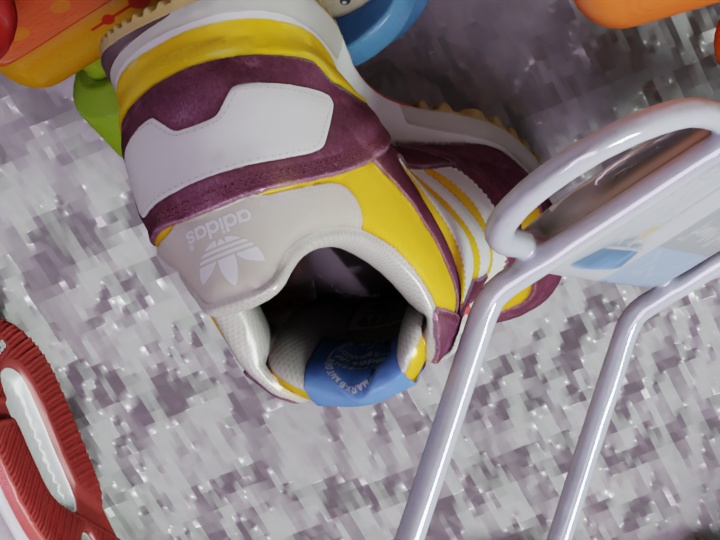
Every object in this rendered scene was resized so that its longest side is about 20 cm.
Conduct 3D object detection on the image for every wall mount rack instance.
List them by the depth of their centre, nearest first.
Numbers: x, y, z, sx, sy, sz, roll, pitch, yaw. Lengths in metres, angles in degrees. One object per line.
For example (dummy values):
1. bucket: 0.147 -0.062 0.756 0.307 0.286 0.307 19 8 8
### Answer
1. wall mount rack: 0.076 0.023 0.768 0.174 0.075 0.200 -34 164 18

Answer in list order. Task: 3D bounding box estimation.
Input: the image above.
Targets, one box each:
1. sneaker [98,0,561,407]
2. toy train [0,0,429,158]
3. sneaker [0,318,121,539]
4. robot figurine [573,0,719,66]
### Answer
1. sneaker: 0.000 0.000 0.765 0.075 0.090 0.200 -23 155 23
2. toy train: -0.085 -0.065 0.767 0.200 0.085 0.116 -31 137 20
3. sneaker: -0.121 0.117 0.887 0.115 0.078 0.200 -14 102 19
4. robot figurine: 0.100 -0.126 0.705 0.200 0.144 0.117 -17 162 8
